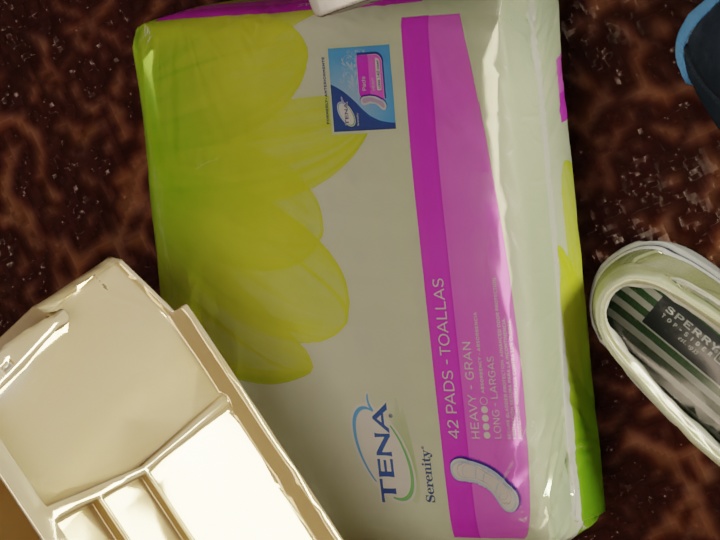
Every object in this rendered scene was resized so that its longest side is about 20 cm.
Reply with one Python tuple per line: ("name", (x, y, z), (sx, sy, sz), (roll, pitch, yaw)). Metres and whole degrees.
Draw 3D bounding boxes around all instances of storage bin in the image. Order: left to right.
("storage bin", (-0.093, 0.122, 0.827), (0.199, 0.094, 0.200), (56, 148, 0))

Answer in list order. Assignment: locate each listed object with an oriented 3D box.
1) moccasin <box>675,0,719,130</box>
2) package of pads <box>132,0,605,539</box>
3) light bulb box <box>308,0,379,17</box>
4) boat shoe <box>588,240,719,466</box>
("moccasin", (0.199, -0.102, 0.761), (0.200, 0.080, 0.068), (-37, 73, 35))
("package of pads", (0.000, 0.000, 0.832), (0.154, 0.068, 0.201), (-2, 101, 27))
("light bulb box", (0.082, -0.174, 0.718), (0.199, 0.198, 0.126), (-17, 97, 18))
("boat shoe", (0.158, 0.066, 0.811), (0.200, 0.062, 0.072), (36, 108, 8))
